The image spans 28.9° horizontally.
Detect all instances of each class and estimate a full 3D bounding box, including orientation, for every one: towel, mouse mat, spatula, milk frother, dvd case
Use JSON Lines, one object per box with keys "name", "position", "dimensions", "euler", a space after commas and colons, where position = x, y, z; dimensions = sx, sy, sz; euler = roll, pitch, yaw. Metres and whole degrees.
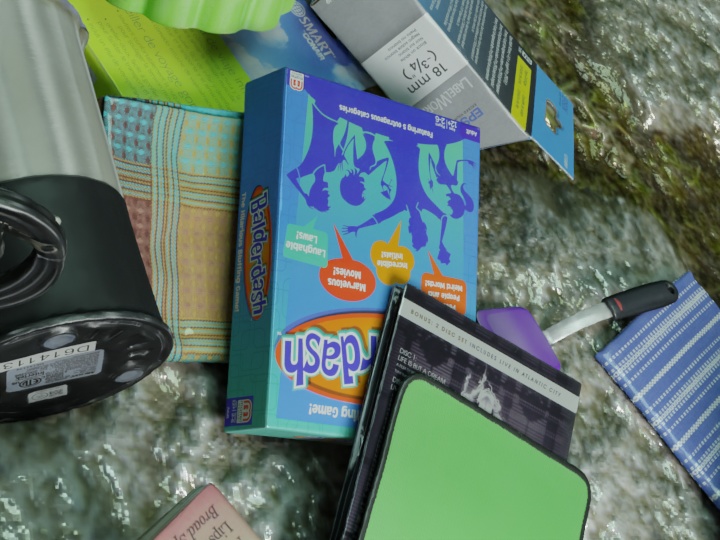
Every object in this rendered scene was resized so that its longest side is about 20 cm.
{"name": "towel", "position": [-0.061, -0.019, 0.803], "dimensions": [0.199, 0.022, 0.148], "euler": [4, 80, -41]}
{"name": "mouse mat", "position": [0.056, 0.175, 0.763], "dimensions": [0.160, 0.008, 0.201], "euler": [33, 62, -29]}
{"name": "spatula", "position": [0.159, 0.034, 0.973], "dimensions": [0.199, 0.021, 0.057], "euler": [-15, 67, -37]}
{"name": "milk frother", "position": [-0.176, -0.050, 0.642], "dimensions": [0.179, 0.200, 0.189], "euler": [-5, 65, -35]}
{"name": "dvd case", "position": [0.053, 0.128, 0.786], "dimensions": [0.148, 0.016, 0.201], "euler": [29, 64, -30]}
{"name": "towel", "position": [0.266, 0.109, 1.021], "dimensions": [0.200, 0.024, 0.145], "euler": [52, 46, 4]}

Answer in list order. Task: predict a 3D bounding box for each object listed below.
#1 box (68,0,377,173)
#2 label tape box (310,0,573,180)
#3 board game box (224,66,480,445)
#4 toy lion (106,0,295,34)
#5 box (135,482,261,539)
{"name": "box", "position": [-0.090, -0.128, 0.872], "dimensions": [0.200, 0.048, 0.122], "euler": [-29, 82, -46]}
{"name": "label tape box", "position": [0.062, -0.145, 0.961], "dimensions": [0.200, 0.063, 0.144], "euler": [48, 24, -15]}
{"name": "board game box", "position": [0.000, 0.000, 0.808], "dimensions": [0.151, 0.045, 0.202], "euler": [11, 76, -38]}
{"name": "toy lion", "position": [-0.101, -0.216, 0.863], "dimensions": [0.199, 0.069, 0.192], "euler": [-22, 57, -43]}
{"name": "box", "position": [-0.062, 0.219, 0.614], "dimensions": [0.200, 0.109, 0.128], "euler": [49, 43, 0]}
